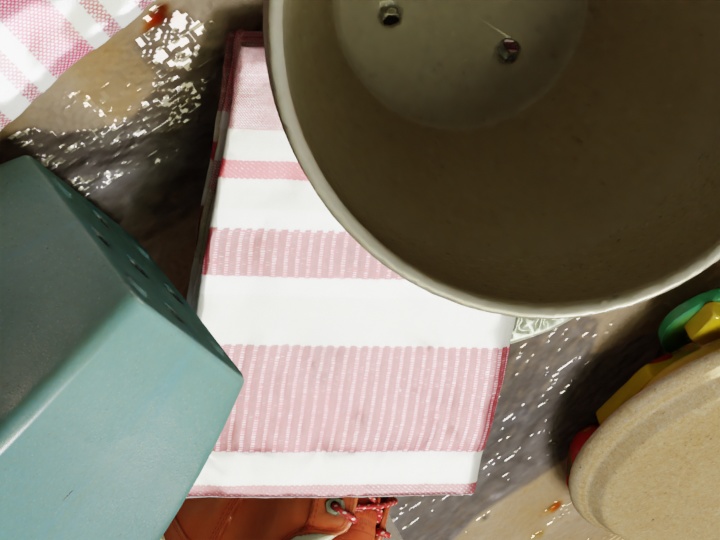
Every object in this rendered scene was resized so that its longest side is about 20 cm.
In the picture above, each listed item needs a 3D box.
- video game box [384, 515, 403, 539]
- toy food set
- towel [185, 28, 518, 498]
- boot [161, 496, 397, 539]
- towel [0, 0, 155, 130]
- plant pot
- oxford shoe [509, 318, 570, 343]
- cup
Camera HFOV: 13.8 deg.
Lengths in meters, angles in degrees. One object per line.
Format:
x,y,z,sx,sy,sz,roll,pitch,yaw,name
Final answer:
-0.093,0.193,1.413,0.199,0.047,0.183,-11,143,-29,video game box
0.197,0.074,1.476,0.199,0.049,0.198,6,141,-35,toy food set
0.000,0.000,1.186,0.143,0.023,0.201,2,115,-21,towel
-0.003,0.070,1.275,0.075,0.107,0.200,25,110,-46,boot
-0.105,-0.125,1.019,0.200,0.030,0.146,-38,146,7,towel
-0.156,0.066,1.129,0.200,0.141,0.141,-44,145,3,plant pot
0.090,-0.032,1.251,0.200,0.058,0.075,-35,116,-9,oxford shoe
0.052,-0.094,1.057,0.199,0.143,0.201,-2,99,-12,cup
